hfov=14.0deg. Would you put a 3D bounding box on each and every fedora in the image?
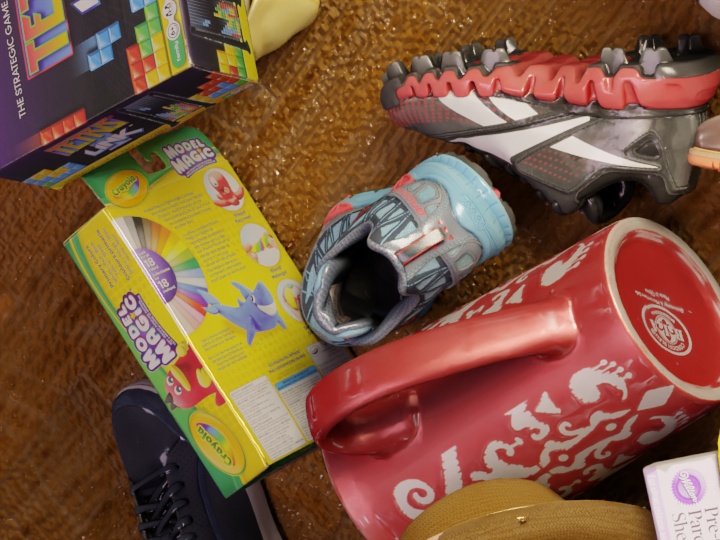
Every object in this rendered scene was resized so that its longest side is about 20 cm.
[{"bbox_3d":[0.080,0.165,1.497,0.201,0.200,0.082,-62,31,32],"label":"fedora"}]

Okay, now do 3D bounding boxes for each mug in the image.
[{"bbox_3d":[0.083,0.071,1.532,0.200,0.177,0.134,-33,87,33],"label":"mug"}]

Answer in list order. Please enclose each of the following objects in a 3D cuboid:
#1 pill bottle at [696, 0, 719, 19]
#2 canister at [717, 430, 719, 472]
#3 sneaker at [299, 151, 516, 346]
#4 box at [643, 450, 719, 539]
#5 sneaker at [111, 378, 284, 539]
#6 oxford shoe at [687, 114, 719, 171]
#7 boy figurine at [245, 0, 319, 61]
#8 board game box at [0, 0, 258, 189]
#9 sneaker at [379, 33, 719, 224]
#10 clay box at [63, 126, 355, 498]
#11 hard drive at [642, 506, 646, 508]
[{"bbox_3d":[0.146,-0.226,1.422,0.200,0.111,0.111,48,126,14],"label":"pill bottle"},{"bbox_3d":[0.291,0.068,1.394,0.200,0.149,0.087,-6,119,34],"label":"canister"},{"bbox_3d":[0.000,0.000,1.586,0.079,0.095,0.200,52,150,2],"label":"sneaker"},{"bbox_3d":[0.179,0.188,1.417,0.041,0.039,0.200,-12,86,21],"label":"box"},{"bbox_3d":[-0.117,0.166,1.719,0.077,0.146,0.202,-38,81,39],"label":"sneaker"},{"bbox_3d":[0.251,-0.089,1.428,0.200,0.071,0.073,-11,89,29],"label":"oxford shoe"},{"bbox_3d":[-0.117,-0.132,1.657,0.200,0.064,0.125,-3,75,31],"label":"boy figurine"},{"bbox_3d":[-0.145,-0.167,1.592,0.165,0.057,0.200,-25,67,36],"label":"board game box"},{"bbox_3d":[0.097,-0.072,1.532,0.200,0.071,0.098,3,105,33],"label":"sneaker"},{"bbox_3d":[-0.084,0.020,1.665,0.048,0.115,0.200,-39,80,38],"label":"clay box"},{"bbox_3d":[0.094,0.227,1.568,0.200,0.042,0.135,-28,81,-3],"label":"hard drive"}]
